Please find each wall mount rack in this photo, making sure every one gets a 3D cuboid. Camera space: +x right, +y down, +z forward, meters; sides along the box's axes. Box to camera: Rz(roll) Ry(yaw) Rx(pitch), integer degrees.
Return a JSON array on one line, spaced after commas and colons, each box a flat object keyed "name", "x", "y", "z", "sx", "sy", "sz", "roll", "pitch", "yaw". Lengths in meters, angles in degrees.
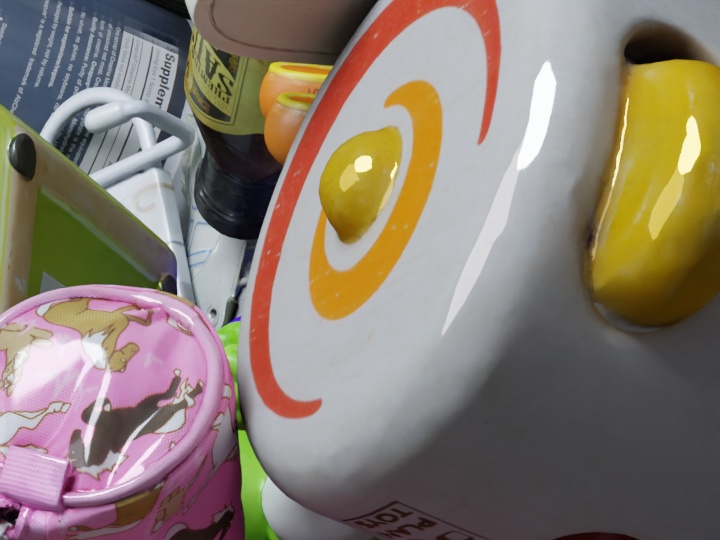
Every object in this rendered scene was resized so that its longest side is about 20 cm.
[{"name": "wall mount rack", "x": -0.138, "y": 0.019, "z": 1.058, "sx": 0.174, "sy": 0.075, "sz": 0.200, "roll": -23, "pitch": 67, "yaw": 23}]

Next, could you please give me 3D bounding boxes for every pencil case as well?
[{"name": "pencil case", "x": -0.077, "y": 0.091, "z": 0.799, "sx": 0.200, "sy": 0.086, "sz": 0.083, "roll": 89, "pitch": 166, "yaw": -53}]

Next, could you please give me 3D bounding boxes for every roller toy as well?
[{"name": "roller toy", "x": 0.052, "y": -0.002, "z": 0.738, "sx": 0.183, "sy": 0.140, "sz": 0.200, "roll": -59, "pitch": 24, "yaw": 22}]

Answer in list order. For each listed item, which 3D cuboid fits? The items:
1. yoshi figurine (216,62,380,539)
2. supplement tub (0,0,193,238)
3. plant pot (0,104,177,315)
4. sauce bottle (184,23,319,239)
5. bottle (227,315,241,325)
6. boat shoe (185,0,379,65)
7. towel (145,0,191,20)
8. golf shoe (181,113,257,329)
[{"name": "yoshi figurine", "x": -0.032, "y": 0.032, "z": 0.879, "sx": 0.112, "sy": 0.112, "sz": 0.200, "roll": 20, "pitch": 110, "yaw": 42}, {"name": "supplement tub", "x": -0.146, "y": -0.069, "z": 1.185, "sx": 0.140, "sy": 0.200, "sz": 0.140, "roll": -49, "pitch": 28, "yaw": 38}, {"name": "plant pot", "x": -0.175, "y": 0.041, "z": 0.922, "sx": 0.181, "sy": 0.200, "sz": 0.199, "roll": -4, "pitch": 69, "yaw": 20}, {"name": "sauce bottle", "x": -0.032, "y": -0.078, "z": 0.950, "sx": 0.200, "sy": 0.066, "sz": 0.066, "roll": 106, "pitch": 173, "yaw": -56}, {"name": "bottle", "x": 0.000, "y": 0.000, "z": 0.958, "sx": 0.200, "sy": 0.065, "sz": 0.084, "roll": -59, "pitch": 16, "yaw": 21}, {"name": "boat shoe", "x": 0.020, "y": -0.100, "z": 0.829, "sx": 0.073, "sy": 0.200, "sz": 0.063, "roll": -49, "pitch": 53, "yaw": 33}, {"name": "towel", "x": -0.087, "y": -0.143, "z": 1.193, "sx": 0.200, "sy": 0.147, "sz": 0.022, "roll": -24, "pitch": 50, "yaw": 59}, {"name": "golf shoe", "x": -0.042, "y": -0.009, "z": 1.085, "sx": 0.200, "sy": 0.078, "sz": 0.097, "roll": -62, "pitch": 37, "yaw": 30}]
